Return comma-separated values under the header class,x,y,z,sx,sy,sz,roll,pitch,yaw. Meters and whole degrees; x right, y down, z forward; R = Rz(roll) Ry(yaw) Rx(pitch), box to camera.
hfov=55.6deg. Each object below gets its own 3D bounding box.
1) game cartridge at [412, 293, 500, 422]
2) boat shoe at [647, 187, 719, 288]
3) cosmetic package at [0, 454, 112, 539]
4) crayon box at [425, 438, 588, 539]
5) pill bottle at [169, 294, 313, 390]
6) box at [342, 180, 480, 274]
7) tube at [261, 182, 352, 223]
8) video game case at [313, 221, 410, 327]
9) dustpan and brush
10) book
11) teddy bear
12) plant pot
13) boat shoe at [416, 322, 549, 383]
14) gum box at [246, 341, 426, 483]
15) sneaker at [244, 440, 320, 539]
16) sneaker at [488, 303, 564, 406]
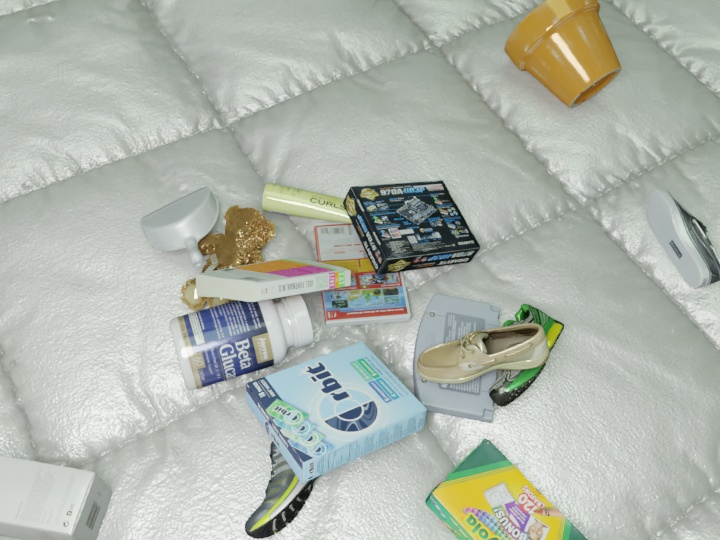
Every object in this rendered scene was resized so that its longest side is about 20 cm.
class,x,y,z,sx,sy,sz,roll,pitch,yaw
game cartridge,0.151,0.136,1.088,0.133,0.041,0.201,13,57,-2
boat shoe,0.592,-0.065,1.237,0.067,0.072,0.201,-13,63,-11
cosmetic package,-0.443,0.297,0.884,0.199,0.108,0.085,12,57,0
crayon box,0.202,0.350,0.944,0.119,0.058,0.200,-36,68,-25
pill bottle,-0.177,0.100,1.032,0.199,0.111,0.111,-16,61,-15
box,0.089,-0.079,1.180,0.199,0.046,0.159,-8,58,-29
tube,-0.073,-0.116,1.215,0.199,0.052,0.058,11,71,0
video game case,0.000,0.000,1.168,0.142,0.017,0.201,-4,58,-8
dustpan and brush,-0.288,-0.062,1.126,0.139,0.057,0.200,-28,28,-7
book,-0.127,0.014,1.030,0.133,0.048,0.200,5,8,38
teddy bear,-0.216,-0.010,1.131,0.144,0.067,0.201,-3,57,13
plant pot,0.430,-0.446,1.403,0.200,0.200,0.184,-30,81,-22
boat shoe,0.175,0.116,1.011,0.199,0.065,0.072,-10,43,17
gum box,-0.036,0.193,0.972,0.199,0.045,0.170,-16,39,-30
sneaker,-0.102,0.282,0.957,0.081,0.074,0.200,26,51,18
sneaker,0.243,0.132,1.069,0.085,0.078,0.200,35,47,8
